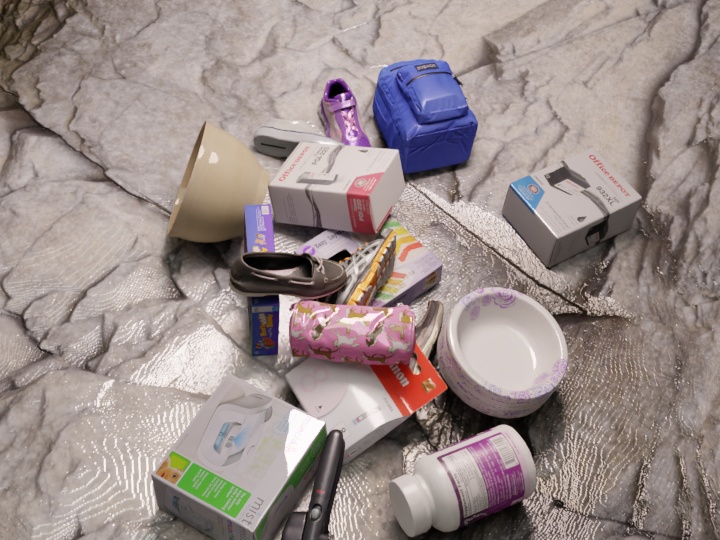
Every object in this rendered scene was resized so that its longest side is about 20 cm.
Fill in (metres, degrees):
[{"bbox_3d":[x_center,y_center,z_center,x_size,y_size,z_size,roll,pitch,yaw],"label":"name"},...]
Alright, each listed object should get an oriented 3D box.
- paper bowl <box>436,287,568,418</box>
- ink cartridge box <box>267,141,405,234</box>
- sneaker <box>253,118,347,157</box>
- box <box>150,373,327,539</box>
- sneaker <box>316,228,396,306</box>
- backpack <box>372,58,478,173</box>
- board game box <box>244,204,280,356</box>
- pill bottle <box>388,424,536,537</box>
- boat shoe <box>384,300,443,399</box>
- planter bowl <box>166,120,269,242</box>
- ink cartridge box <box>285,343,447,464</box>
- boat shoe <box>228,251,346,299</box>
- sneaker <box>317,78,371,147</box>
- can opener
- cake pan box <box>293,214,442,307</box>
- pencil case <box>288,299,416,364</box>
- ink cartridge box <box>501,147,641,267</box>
[{"bbox_3d":[0.215,0.136,1.695,0.197,0.105,0.203,8,55,-12],"label":"paper bowl"},{"bbox_3d":[-0.041,-0.145,1.872,0.197,0.086,0.146,6,40,25],"label":"ink cartridge box"},{"bbox_3d":[-0.098,-0.240,1.982,0.197,0.074,0.071,17,55,16],"label":"sneaker"},{"bbox_3d":[-0.169,0.281,1.557,0.174,0.098,0.201,24,53,19],"label":"box"},{"bbox_3d":[0.000,0.000,1.750,0.076,0.079,0.201,19,51,21],"label":"sneaker"},{"bbox_3d":[0.119,-0.307,2.009,0.160,0.169,0.202,-8,49,-21],"label":"backpack"},{"bbox_3d":[-0.160,0.015,1.743,0.044,0.136,0.202,-3,52,-8],"label":"board game box"},{"bbox_3d":[0.145,0.307,1.561,0.197,0.113,0.113,-18,55,-18],"label":"pill bottle"},{"bbox_3d":[0.082,0.122,1.723,0.072,0.075,0.202,17,51,8],"label":"boat shoe"},{"bbox_3d":[-0.232,-0.133,1.828,0.133,0.201,0.203,19,50,-13],"label":"planter bowl"},{"bbox_3d":[0.006,0.171,1.651,0.199,0.057,0.163,-37,59,1],"label":"ink cartridge box"},{"bbox_3d":[-0.102,0.002,1.640,0.197,0.057,0.067,-3,46,-29],"label":"boat shoe"},{"bbox_3d":[-0.029,-0.280,2.019,0.079,0.089,0.202,-10,55,-15],"label":"sneaker"},{"bbox_3d":[-0.057,0.322,1.535,0.077,0.064,0.203,16,69,4],"label":"can opener"},{"bbox_3d":[0.009,-0.006,1.833,0.198,0.053,0.184,-31,59,-26],"label":"cake pan box"},{"bbox_3d":[-0.014,0.093,1.642,0.196,0.084,0.087,3,42,3],"label":"pencil case"},{"bbox_3d":[0.376,-0.116,1.934,0.198,0.084,0.146,-24,57,-22],"label":"ink cartridge box"}]
